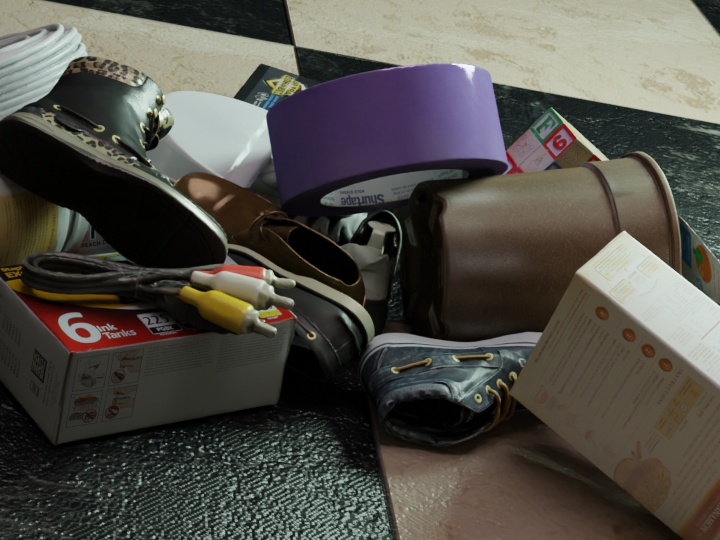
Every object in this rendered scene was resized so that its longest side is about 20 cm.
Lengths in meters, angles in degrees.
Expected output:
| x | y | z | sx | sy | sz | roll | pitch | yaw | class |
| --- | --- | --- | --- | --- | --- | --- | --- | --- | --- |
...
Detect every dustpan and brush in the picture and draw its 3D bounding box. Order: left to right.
| x | y | z | sx | sy | sz | roll | pitch | yaw | class |
| --- | --- | --- | --- | --- | --- | --- | --- | --- | --- |
| -0.178 | -0.128 | 1.649 | 0.200 | 0.057 | 0.140 | 26 | 36 | 2 | dustpan and brush |

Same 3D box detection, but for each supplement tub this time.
| x | y | z | sx | sy | sz | roll | pitch | yaw | class |
| --- | --- | --- | --- | --- | --- | --- | --- | --- | --- |
| -0.320 | -0.045 | 1.420 | 0.145 | 0.145 | 0.200 | 27 | 22 | 24 | supplement tub |

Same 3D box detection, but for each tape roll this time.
| x | y | z | sx | sy | sz | roll | pitch | yaw | class |
| --- | --- | --- | --- | --- | --- | --- | --- | --- | --- |
| 0.022 | -0.110 | 1.564 | 0.200 | 0.085 | 0.200 | -9 | -7 | -1 | tape roll |

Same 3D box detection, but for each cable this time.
| x | y | z | sx | sy | sz | roll | pitch | yaw | class |
| --- | --- | --- | --- | --- | --- | --- | --- | --- | --- |
| -0.343 | -0.164 | 1.651 | 0.200 | 0.069 | 0.200 | -11 | 17 | 30 | cable |
| -0.145 | 0.002 | 1.338 | 0.200 | 0.050 | 0.097 | 17 | 30 | 2 | cable |

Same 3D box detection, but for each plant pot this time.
| x | y | z | sx | sy | sz | roll | pitch | yaw | class |
| --- | --- | --- | --- | --- | --- | --- | --- | --- | --- |
| 0.145 | -0.001 | 1.553 | 0.198 | 0.201 | 0.200 | -1 | 29 | -12 | plant pot |

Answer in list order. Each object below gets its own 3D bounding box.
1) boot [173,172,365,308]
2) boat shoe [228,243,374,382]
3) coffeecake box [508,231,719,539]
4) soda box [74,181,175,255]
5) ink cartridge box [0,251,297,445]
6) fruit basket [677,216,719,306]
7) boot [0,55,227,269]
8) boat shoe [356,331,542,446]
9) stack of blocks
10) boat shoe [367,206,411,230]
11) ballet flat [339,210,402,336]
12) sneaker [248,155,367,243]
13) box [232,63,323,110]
| x | y | z | sx | sy | sz | roll | pitch | yaw | class |
| --- | --- | --- | --- | --- | --- | --- | --- | --- | --- |
| -0.076 | -0.033 | 1.514 | 0.200 | 0.076 | 0.074 | 34 | 64 | 15 | boot |
| -0.082 | 0.033 | 1.478 | 0.201 | 0.074 | 0.063 | 22 | 53 | 38 | boat shoe |
| 0.230 | 0.095 | 1.362 | 0.200 | 0.154 | 0.073 | 40 | 49 | 15 | coffeecake box |
| -0.195 | -0.041 | 1.582 | 0.200 | 0.064 | 0.068 | 7 | 26 | -13 | soda box |
| -0.184 | 0.040 | 1.399 | 0.200 | 0.084 | 0.176 | -8 | 33 | -38 | ink cartridge box |
| 0.298 | 0.080 | 1.478 | 0.094 | 0.186 | 0.200 | -19 | 34 | -13 | fruit basket |
| -0.178 | -0.086 | 1.423 | 0.200 | 0.073 | 0.151 | 28 | 32 | -4 | boot |
| 0.100 | 0.101 | 1.452 | 0.200 | 0.071 | 0.091 | 2 | 31 | -13 | boat shoe |
| 0.205 | -0.049 | 1.699 | 0.200 | 0.115 | 0.059 | 35 | 15 | -39 | stack of blocks |
| 0.061 | -0.045 | 1.727 | 0.200 | 0.072 | 0.068 | 35 | 27 | 17 | boat shoe |
| 0.000 | 0.000 | 1.594 | 0.068 | 0.069 | 0.200 | 16 | 26 | 1 | ballet flat |
| -0.090 | -0.080 | 1.688 | 0.200 | 0.081 | 0.075 | 5 | 28 | -2 | sneaker |
| -0.039 | -0.138 | 1.880 | 0.198 | 0.050 | 0.200 | 16 | 26 | 6 | box |
